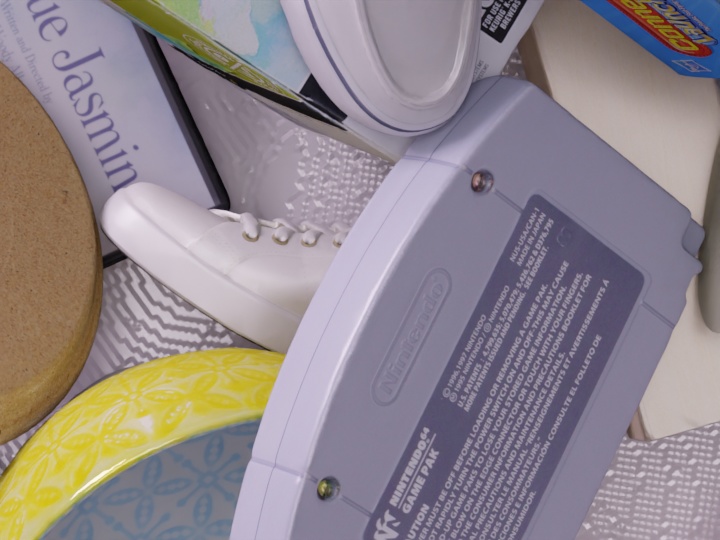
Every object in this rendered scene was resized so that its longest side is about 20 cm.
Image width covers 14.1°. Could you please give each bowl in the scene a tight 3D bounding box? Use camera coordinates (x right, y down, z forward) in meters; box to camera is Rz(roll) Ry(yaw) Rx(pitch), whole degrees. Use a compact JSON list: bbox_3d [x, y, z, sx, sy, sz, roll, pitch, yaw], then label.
[{"bbox_3d":[-0.067,0.097,1.085,0.200,0.200,0.108,-33,45,-2],"label":"bowl"}]

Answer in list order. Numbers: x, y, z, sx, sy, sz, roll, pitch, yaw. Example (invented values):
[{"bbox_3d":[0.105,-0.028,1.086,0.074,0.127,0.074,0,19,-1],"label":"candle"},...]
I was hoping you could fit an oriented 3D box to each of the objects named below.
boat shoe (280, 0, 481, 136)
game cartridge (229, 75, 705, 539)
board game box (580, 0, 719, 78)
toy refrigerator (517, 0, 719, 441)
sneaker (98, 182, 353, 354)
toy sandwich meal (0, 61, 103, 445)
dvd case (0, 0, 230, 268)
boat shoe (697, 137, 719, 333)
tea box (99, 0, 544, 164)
[{"bbox_3d":[0.009,-0.136,0.948,0.073,0.065,0.201,-19,112,-21],"label":"boat shoe"},{"bbox_3d":[0.036,0.041,1.014,0.133,0.041,0.200,37,75,-40],"label":"game cartridge"},{"bbox_3d":[0.099,-0.191,0.956,0.056,0.196,0.201,3,73,40],"label":"board game box"},{"bbox_3d":[0.112,-0.040,1.119,0.070,0.076,0.201,-16,87,-1],"label":"toy refrigerator"},{"bbox_3d":[0.000,0.000,1.117,0.200,0.073,0.085,27,97,-11],"label":"sneaker"},{"bbox_3d":[-0.185,-0.008,1.051,0.205,0.070,0.206,20,55,-31],"label":"toy sandwich meal"},{"bbox_3d":[-0.167,-0.045,1.122,0.200,0.018,0.143,-25,107,-1],"label":"dvd case"},{"bbox_3d":[0.173,-0.069,1.047,0.063,0.074,0.202,16,93,-16],"label":"boat shoe"},{"bbox_3d":[-0.020,-0.171,1.039,0.196,0.134,0.200,30,89,-29],"label":"tea box"}]
